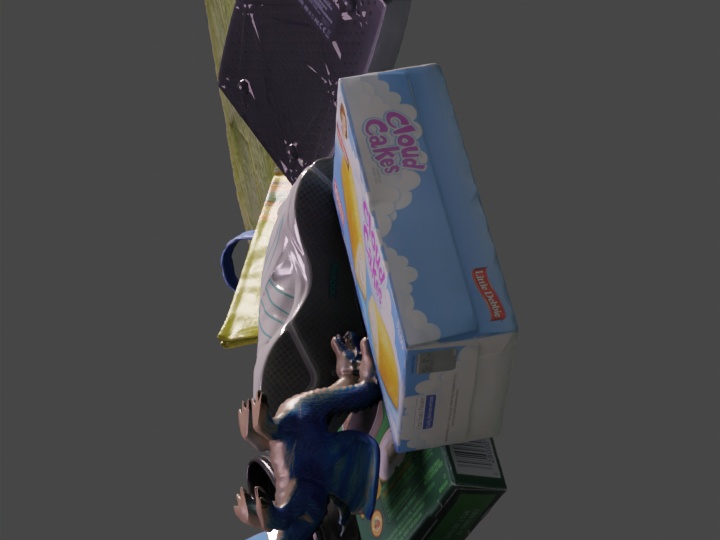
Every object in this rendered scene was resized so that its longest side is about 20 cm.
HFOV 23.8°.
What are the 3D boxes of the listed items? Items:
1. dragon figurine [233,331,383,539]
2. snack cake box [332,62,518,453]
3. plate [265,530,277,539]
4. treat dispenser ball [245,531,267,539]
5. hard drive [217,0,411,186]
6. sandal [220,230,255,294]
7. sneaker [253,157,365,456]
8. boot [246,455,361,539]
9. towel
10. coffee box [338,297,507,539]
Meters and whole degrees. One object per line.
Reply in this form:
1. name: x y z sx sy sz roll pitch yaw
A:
1. dragon figurine: -0.022 0.127 1.038 0.059 0.099 0.201 136 136 -64
2. snack cake box: 0.034 -0.009 1.019 0.115 0.067 0.201 91 168 -54
3. plate: 0.012 0.267 1.287 0.200 0.032 0.200 42 -168 -28
4. treat dispenser ball: -0.056 0.331 1.541 0.201 0.200 0.202 172 90 -82
5. hard drive: -0.032 -0.156 1.165 0.135 0.042 0.200 53 145 22
6. sandal: -0.056 0.018 1.355 0.200 0.087 0.080 -134 51 -65
7. sneaker: -0.035 0.030 1.135 0.080 0.070 0.201 151 131 -64
8. boot: -0.023 0.134 1.217 0.200 0.131 0.070 -139 52 -58
9. towel: -0.051 -0.026 1.325 0.018 0.086 0.201 52 -143 -35
10. coffee box: 0.029 0.088 1.106 0.123 0.044 0.201 -58 36 41
